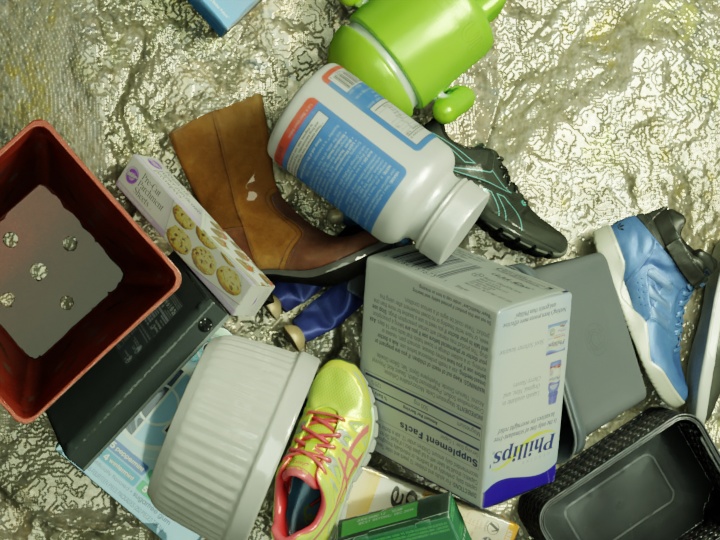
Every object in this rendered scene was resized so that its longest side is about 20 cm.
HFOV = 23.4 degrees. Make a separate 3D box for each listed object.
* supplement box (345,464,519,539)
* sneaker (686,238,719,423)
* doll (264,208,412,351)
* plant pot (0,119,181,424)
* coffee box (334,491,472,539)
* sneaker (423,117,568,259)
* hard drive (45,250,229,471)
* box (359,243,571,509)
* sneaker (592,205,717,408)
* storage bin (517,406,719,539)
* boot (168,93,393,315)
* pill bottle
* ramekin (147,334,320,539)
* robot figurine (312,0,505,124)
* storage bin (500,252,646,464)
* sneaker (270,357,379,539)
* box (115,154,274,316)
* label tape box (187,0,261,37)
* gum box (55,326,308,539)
[{"bbox_3d":[0.044,0.277,1.754,0.198,0.074,0.127,21,88,-8],"label":"supplement box"},{"bbox_3d":[0.402,0.071,1.810,0.098,0.071,0.202,14,84,-4],"label":"sneaker"},{"bbox_3d":[0.000,0.000,1.759,0.199,0.048,0.137,-37,83,-7],"label":"doll"},{"bbox_3d":[-0.309,0.000,1.648,0.200,0.176,0.200,-42,97,-7],"label":"plant pot"},{"bbox_3d":[0.064,0.315,1.679,0.122,0.044,0.201,-17,116,15],"label":"coffee box"},{"bbox_3d":[0.132,-0.081,1.768,0.199,0.075,0.080,30,83,-8],"label":"sneaker"},{"bbox_3d":[-0.222,0.083,1.670,0.200,0.140,0.033,-46,120,1],"label":"hard drive"},{"bbox_3d":[0.097,0.096,1.675,0.104,0.183,0.202,-12,115,-40],"label":"box"},{"bbox_3d":[0.325,0.033,1.789,0.110,0.077,0.202,-22,87,10],"label":"sneaker"},{"bbox_3d":[0.278,0.245,1.781,0.199,0.094,0.136,-32,94,-8],"label":"storage bin"},{"bbox_3d":[-0.078,-0.076,1.725,0.187,0.068,0.202,-18,77,10],"label":"boot"},{"bbox_3d":[0.019,-0.096,1.653,0.199,0.112,0.113,38,85,8],"label":"pill bottle"},{"bbox_3d":[-0.122,0.156,1.628,0.104,0.200,0.202,23,87,0],"label":"ramekin"},{"bbox_3d":[0.052,-0.229,1.734,0.200,0.116,0.176,-40,89,-6],"label":"robot figurine"},{"bbox_3d":[0.194,0.080,1.758,0.133,0.145,0.202,-18,93,-35],"label":"storage bin"},{"bbox_3d":[-0.039,0.182,1.668,0.077,0.090,0.202,8,83,23],"label":"sneaker"},{"bbox_3d":[-0.162,-0.035,1.686,0.200,0.039,0.042,47,111,25],"label":"box"},{"bbox_3d":[-0.115,-0.355,1.736,0.200,0.066,0.143,-45,97,-9],"label":"label tape box"},{"bbox_3d":[-0.176,0.153,1.735,0.170,0.045,0.200,40,85,-7],"label":"gum box"}]
